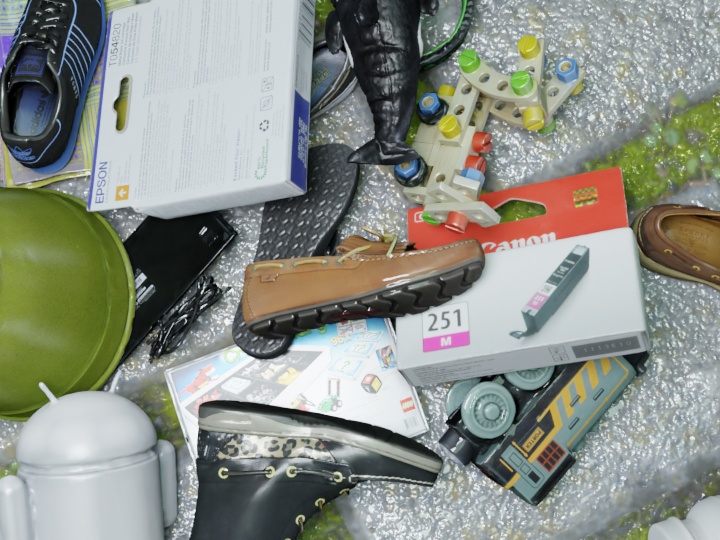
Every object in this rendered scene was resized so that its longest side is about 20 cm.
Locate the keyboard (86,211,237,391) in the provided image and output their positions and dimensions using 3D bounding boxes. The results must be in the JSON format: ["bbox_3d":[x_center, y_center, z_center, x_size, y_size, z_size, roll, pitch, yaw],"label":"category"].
[{"bbox_3d":[-0.184,0.029,0.973,0.200,0.040,0.104,-47,71,4],"label":"keyboard"}]

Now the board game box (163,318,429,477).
[{"bbox_3d":[-0.054,0.112,0.959,0.198,0.035,0.128,-20,83,-3],"label":"board game box"}]

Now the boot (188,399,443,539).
[{"bbox_3d":[-0.044,0.195,0.900,0.201,0.073,0.156,11,89,0],"label":"boot"}]

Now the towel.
[{"bbox_3d":[-0.263,-0.175,1.010,0.142,0.023,0.203,-7,82,0],"label":"towel"}]

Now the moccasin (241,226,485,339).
[{"bbox_3d":[0.001,0.001,0.894,0.199,0.074,0.079,-13,68,20],"label":"moccasin"}]

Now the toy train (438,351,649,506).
[{"bbox_3d":[0.156,0.099,0.942,0.114,0.085,0.200,43,81,-6],"label":"toy train"}]

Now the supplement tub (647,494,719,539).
[{"bbox_3d":[0.344,0.237,0.886,0.197,0.140,0.142,-14,81,-2],"label":"supplement tub"}]

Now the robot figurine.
[{"bbox_3d":[-0.216,0.185,0.900,0.112,0.169,0.203,-3,93,39],"label":"robot figurine"}]

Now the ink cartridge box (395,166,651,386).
[{"bbox_3d":[0.126,-0.005,0.914,0.197,0.044,0.176,-11,59,17],"label":"ink cartridge box"}]

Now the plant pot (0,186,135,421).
[{"bbox_3d":[-0.305,0.017,0.878,0.197,0.193,0.203,-1,83,10],"label":"plant pot"}]

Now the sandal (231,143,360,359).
[{"bbox_3d":[-0.055,-0.017,0.970,0.074,0.045,0.202,16,78,23],"label":"sandal"}]

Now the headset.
[{"bbox_3d":[0.021,-0.274,0.988,0.123,0.094,0.201,-33,84,-5],"label":"headset"}]

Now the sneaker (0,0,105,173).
[{"bbox_3d":[-0.266,-0.187,0.962,0.069,0.078,0.203,5,81,1],"label":"sneaker"}]

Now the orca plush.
[{"bbox_3d":[0.002,-0.189,0.912,0.104,0.071,0.203,6,87,27],"label":"orca plush"}]

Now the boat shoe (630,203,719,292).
[{"bbox_3d":[0.333,-0.012,0.960,0.197,0.068,0.073,14,81,2],"label":"boat shoe"}]

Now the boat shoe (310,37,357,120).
[{"bbox_3d":[-0.082,-0.135,0.981,0.199,0.066,0.070,-35,83,-5],"label":"boat shoe"}]

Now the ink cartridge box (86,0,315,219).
[{"bbox_3d":[-0.133,-0.147,0.949,0.198,0.041,0.202,-6,71,25],"label":"ink cartridge box"}]

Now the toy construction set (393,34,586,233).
[{"bbox_3d":[0.101,-0.107,0.947,0.130,0.093,0.201,10,56,30],"label":"toy construction set"}]
